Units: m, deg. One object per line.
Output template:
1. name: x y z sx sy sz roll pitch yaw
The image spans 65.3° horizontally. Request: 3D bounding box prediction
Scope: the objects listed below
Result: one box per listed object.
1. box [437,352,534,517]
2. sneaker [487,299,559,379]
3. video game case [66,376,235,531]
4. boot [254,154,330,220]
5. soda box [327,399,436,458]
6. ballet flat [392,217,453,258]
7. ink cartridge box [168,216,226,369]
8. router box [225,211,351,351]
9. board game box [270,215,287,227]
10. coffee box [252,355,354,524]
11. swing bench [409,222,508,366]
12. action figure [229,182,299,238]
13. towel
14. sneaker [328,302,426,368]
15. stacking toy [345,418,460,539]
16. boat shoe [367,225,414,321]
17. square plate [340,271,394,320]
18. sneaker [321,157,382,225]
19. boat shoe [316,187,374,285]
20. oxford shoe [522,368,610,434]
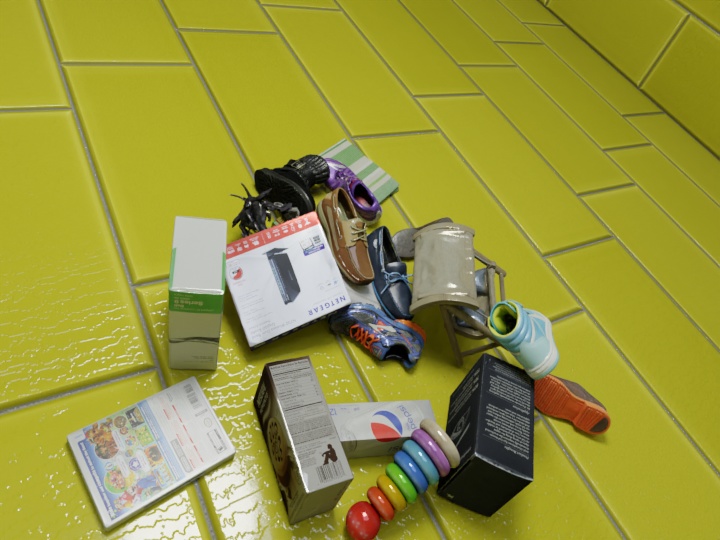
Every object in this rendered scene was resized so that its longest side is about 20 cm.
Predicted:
1. box: 0.211 0.272 0.939 0.101 0.150 0.204 22 45 -3
2. sneaker: 0.275 0.088 0.991 0.130 0.079 0.201 44 16 -11
3. video game case: -0.299 0.255 0.815 0.196 0.018 0.144 -22 62 -37
4. boot: -0.120 -0.185 1.223 0.154 0.082 0.210 -19 44 -35
5. soda box: 0.028 0.260 0.922 0.193 0.069 0.065 4 48 -22
6. ballet flat: 0.138 -0.075 1.298 0.196 0.046 0.070 -25 93 -32
7. ink cartridge box: -0.261 0.042 0.896 0.081 0.203 0.149 3 47 -16
8. router box: -0.136 0.016 1.000 0.194 0.049 0.185 -22 79 -15
9. board game box: -0.087 -0.058 1.192 0.198 0.024 0.104 40 44 13
10. coffee box: -0.092 0.249 0.846 0.077 0.115 0.204 -6 52 -28
11. swing bench: 0.194 0.037 1.094 0.200 0.127 0.203 47 35 -33
12. action figure: -0.174 -0.076 1.098 0.203 0.117 0.102 57 16 4
13. towel: -0.011 -0.237 1.389 0.199 0.024 0.152 40 47 11
14. sneaker: 0.032 0.122 1.048 0.193 0.076 0.080 17 48 -7
15. stacking toy: 0.056 0.320 0.843 0.198 0.086 0.086 -38 68 -16
16. boat shoe: 0.058 0.003 1.107 0.082 0.069 0.205 -3 60 -46
17. square plate: 0.000 0.000 1.133 0.196 0.028 0.203 26 43 -28
18. sneaker: -0.022 -0.197 1.286 0.199 0.084 0.081 42 76 16
19. boat shoe: -0.024 -0.070 1.086 0.074 0.074 0.205 -4 60 -46
20. oxford shoe: 0.397 0.247 1.115 0.196 0.072 0.073 33 24 0
